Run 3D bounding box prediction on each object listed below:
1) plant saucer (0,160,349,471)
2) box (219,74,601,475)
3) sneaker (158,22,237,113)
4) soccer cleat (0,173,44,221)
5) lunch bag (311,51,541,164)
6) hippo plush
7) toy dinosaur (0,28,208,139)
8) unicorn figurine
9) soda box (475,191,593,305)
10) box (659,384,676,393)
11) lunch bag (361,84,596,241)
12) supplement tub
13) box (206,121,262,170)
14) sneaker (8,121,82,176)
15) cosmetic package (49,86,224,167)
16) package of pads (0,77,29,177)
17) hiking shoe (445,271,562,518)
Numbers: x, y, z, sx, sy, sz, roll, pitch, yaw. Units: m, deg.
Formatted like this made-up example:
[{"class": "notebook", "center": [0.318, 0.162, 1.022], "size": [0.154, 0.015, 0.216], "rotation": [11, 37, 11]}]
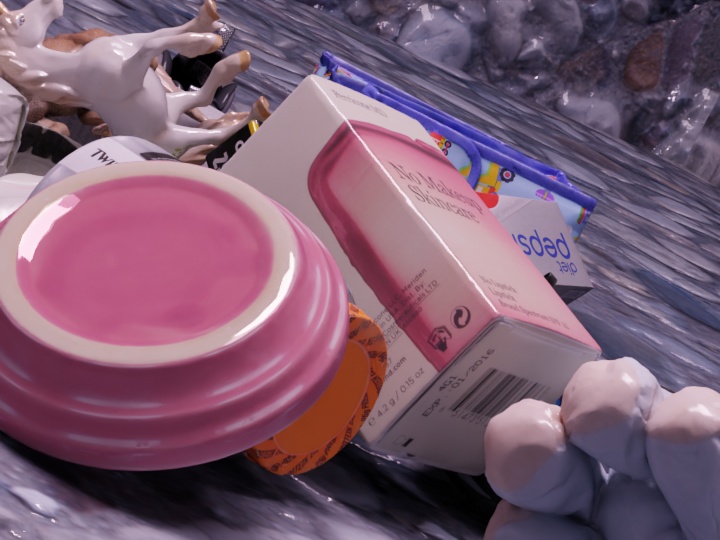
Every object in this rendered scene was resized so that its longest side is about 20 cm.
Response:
[{"class": "plant saucer", "center": [-0.105, 0.011, 1.366], "size": [0.200, 0.051, 0.201], "rotation": [1, 42, -1]}, {"class": "box", "center": [0.020, 0.004, 1.573], "size": [0.200, 0.109, 0.128], "rotation": [53, 18, 29]}, {"class": "sneaker", "center": [-0.131, -0.124, 2.067], "size": [0.078, 0.140, 0.200], "rotation": [24, 10, -13]}, {"class": "soccer cleat", "center": [-0.172, -0.028, 1.638], "size": [0.078, 0.069, 0.200], "rotation": [33, 19, 34]}, {"class": "lunch bag", "center": [0.031, -0.050, 2.085], "size": [0.200, 0.151, 0.094], "rotation": [24, 10, -12]}, {"class": "hippo plush", "center": [0.174, 0.111, 1.504], "size": [0.200, 0.160, 0.161], "rotation": [27, 27, 11]}, {"class": "toy dinosaur", "center": [-0.203, -0.132, 1.855], "size": [0.200, 0.086, 0.136], "rotation": [-2, 16, -15]}, {"class": "unicorn figurine", "center": [-0.143, -0.121, 1.732], "size": [0.074, 0.137, 0.200], "rotation": [-98, 164, -52]}, {"class": "soda box", "center": [0.063, -0.008, 1.750], "size": [0.200, 0.063, 0.068], "rotation": [5, 58, -54]}, {"class": "box", "center": [0.252, 0.166, 1.690], "size": [0.200, 0.049, 0.160], "rotation": [25, 34, -16]}, {"class": "lunch bag", "center": [0.041, -0.034, 1.995], "size": [0.200, 0.151, 0.094], "rotation": [24, 9, -19]}, {"class": "supplement tub", "center": [-0.087, 0.020, 1.489], "size": [0.200, 0.123, 0.122], "rotation": [33, 11, 36]}, {"class": "box", "center": [0.000, 0.000, 1.780], "size": [0.200, 0.049, 0.160], "rotation": [16, 46, -50]}, {"class": "sneaker", "center": [-0.156, -0.037, 1.782], "size": [0.200, 0.077, 0.089], "rotation": [29, -2, -6]}, {"class": "cosmetic package", "center": [-0.124, -0.065, 1.906], "size": [0.200, 0.102, 0.074], "rotation": [29, 10, 20]}, {"class": "package of pads", "center": [-0.318, -0.117, 1.682], "size": [0.200, 0.068, 0.154], "rotation": [8, 18, -35]}, {"class": "hiking shoe", "center": [0.090, 0.075, 1.659], "size": [0.074, 0.087, 0.200], "rotation": [36, 24, -26]}]
